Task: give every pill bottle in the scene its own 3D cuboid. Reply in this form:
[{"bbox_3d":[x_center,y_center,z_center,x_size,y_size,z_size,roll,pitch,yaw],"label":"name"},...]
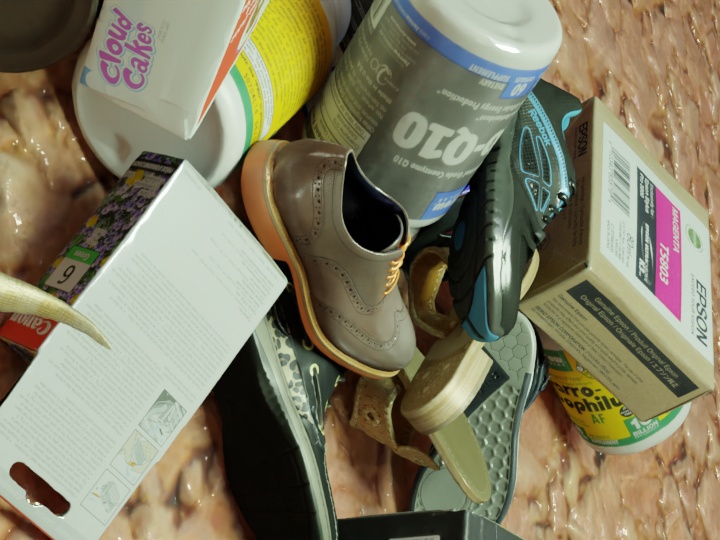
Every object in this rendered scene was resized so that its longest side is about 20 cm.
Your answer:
[{"bbox_3d":[-0.082,-0.135,0.906,0.114,0.112,0.200,66,33,-20],"label":"pill bottle"},{"bbox_3d":[0.212,0.058,1.300,0.201,0.112,0.113,59,37,-29],"label":"pill bottle"},{"bbox_3d":[0.031,-0.100,0.924,0.113,0.201,0.114,20,38,-17],"label":"pill bottle"}]

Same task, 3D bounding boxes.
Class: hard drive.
[{"bbox_3d":[0.063,0.211,1.004,0.200,0.138,0.038,36,51,-46],"label":"hard drive"}]

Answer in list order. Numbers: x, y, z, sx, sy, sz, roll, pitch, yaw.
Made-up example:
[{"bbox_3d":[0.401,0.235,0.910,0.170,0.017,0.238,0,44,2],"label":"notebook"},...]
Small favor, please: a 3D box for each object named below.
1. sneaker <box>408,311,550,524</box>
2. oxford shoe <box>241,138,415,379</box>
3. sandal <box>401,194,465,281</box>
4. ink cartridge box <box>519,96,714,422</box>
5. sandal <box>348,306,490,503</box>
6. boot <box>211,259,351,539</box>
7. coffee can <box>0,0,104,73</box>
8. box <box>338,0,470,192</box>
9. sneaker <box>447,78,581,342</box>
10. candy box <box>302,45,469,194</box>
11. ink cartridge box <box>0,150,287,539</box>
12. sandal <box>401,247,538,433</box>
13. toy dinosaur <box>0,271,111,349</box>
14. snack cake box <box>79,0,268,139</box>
[{"bbox_3d":[0.094,0.127,1.138,0.146,0.076,0.205,0,109,-83],"label":"sneaker"},{"bbox_3d":[0.000,0.000,0.882,0.201,0.072,0.072,57,39,-44],"label":"oxford shoe"},{"bbox_3d":[0.058,-0.015,1.102,0.045,0.075,0.200,46,19,8],"label":"sandal"},{"bbox_3d":[0.204,-0.011,1.150,0.164,0.075,0.201,39,40,-27],"label":"ink cartridge box"},{"bbox_3d":[0.019,0.086,1.051,0.213,0.069,0.077,63,19,18],"label":"sandal"},{"bbox_3d":[-0.024,0.078,0.954,0.153,0.073,0.206,-21,95,-49],"label":"boot"},{"bbox_3d":[-0.167,-0.224,0.765,0.147,0.145,0.201,55,39,-33],"label":"coffee can"},{"bbox_3d":[0.049,-0.172,1.044,0.158,0.049,0.202,-48,120,-47],"label":"box"},{"bbox_3d":[0.108,-0.046,0.969,0.081,0.073,0.202,14,67,-16],"label":"sneaker"},{"bbox_3d":[0.023,-0.149,1.113,0.169,0.076,0.202,-19,98,-56],"label":"candy box"},{"bbox_3d":[-0.136,0.045,0.804,0.201,0.050,0.109,-54,130,-19],"label":"ink cartridge box"},{"bbox_3d":[0.063,0.017,1.008,0.070,0.077,0.212,47,38,-16],"label":"sandal"},{"bbox_3d":[-0.196,-0.007,0.613,0.199,0.058,0.102,0,96,-50],"label":"toy dinosaur"},{"bbox_3d":[-0.073,-0.177,0.775,0.067,0.116,0.201,26,38,-5],"label":"snack cake box"}]
